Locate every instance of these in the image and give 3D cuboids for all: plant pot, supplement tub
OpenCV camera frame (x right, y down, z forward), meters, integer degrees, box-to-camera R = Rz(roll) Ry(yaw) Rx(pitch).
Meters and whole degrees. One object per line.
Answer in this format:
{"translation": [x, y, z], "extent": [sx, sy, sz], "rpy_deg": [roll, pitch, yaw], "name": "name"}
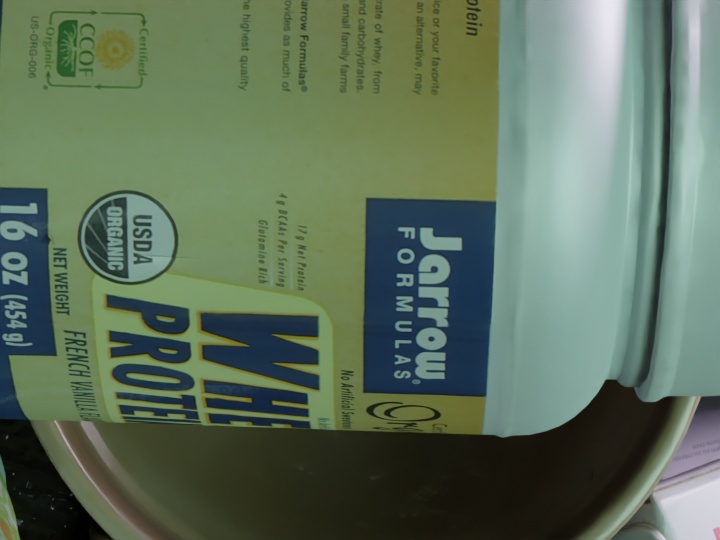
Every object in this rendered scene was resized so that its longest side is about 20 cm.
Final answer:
{"translation": [0.000, 0.000, 0.824], "extent": [0.200, 0.093, 0.202], "rpy_deg": [0, 90, 0], "name": "plant pot"}
{"translation": [-0.009, -0.034, 0.699], "extent": [0.199, 0.145, 0.145], "rpy_deg": [2, 111, 1], "name": "supplement tub"}

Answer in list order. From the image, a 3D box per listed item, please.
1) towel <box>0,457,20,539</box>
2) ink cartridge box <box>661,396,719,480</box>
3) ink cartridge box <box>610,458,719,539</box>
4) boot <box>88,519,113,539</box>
{"translation": [-0.134, 0.045, 0.701], "extent": [0.048, 0.200, 0.172], "rpy_deg": [-26, 125, 2], "name": "towel"}
{"translation": [0.124, 0.062, 0.946], "extent": [0.099, 0.039, 0.201], "rpy_deg": [-8, 80, -36], "name": "ink cartridge box"}
{"translation": [0.158, 0.117, 0.878], "extent": [0.199, 0.083, 0.146], "rpy_deg": [-16, 85, -35], "name": "ink cartridge box"}
{"translation": [0.003, 0.174, 0.875], "extent": [0.174, 0.066, 0.201], "rpy_deg": [1, 103, 5], "name": "boot"}
